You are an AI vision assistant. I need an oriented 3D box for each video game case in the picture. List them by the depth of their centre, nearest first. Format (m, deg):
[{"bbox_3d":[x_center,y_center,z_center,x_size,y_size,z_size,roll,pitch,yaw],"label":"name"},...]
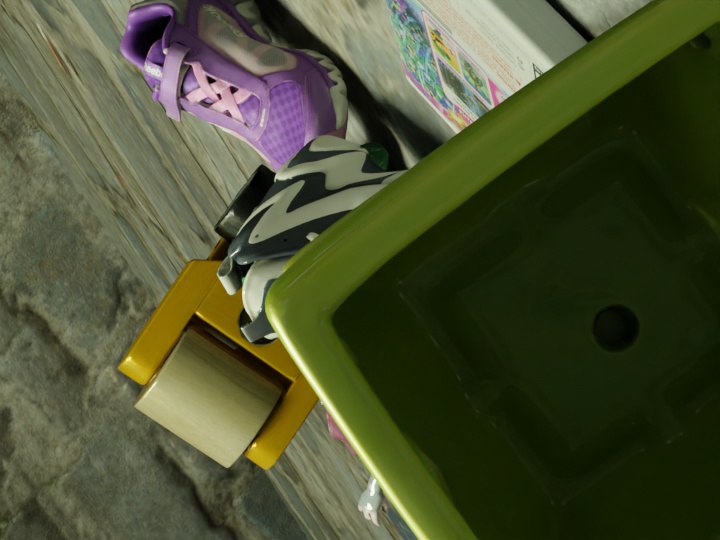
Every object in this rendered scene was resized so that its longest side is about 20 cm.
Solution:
[{"bbox_3d":[0.073,-0.077,1.077,0.200,0.024,0.182,48,170,27],"label":"video game case"}]

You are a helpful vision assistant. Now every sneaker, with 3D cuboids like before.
[{"bbox_3d":[0.000,0.000,1.296,0.199,0.130,0.080,23,149,41],"label":"sneaker"},{"bbox_3d":[-0.081,-0.113,1.452,0.200,0.088,0.081,44,125,45],"label":"sneaker"}]

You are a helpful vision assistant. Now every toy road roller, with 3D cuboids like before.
[{"bbox_3d":[-0.073,0.033,1.670,0.123,0.200,0.146,35,171,-6],"label":"toy road roller"}]

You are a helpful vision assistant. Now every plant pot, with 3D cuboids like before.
[{"bbox_3d":[0.093,0.024,0.833,0.200,0.199,0.181,55,178,-7],"label":"plant pot"}]

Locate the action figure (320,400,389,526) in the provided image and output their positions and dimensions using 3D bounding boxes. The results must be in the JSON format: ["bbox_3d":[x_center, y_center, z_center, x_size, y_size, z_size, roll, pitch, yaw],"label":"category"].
[{"bbox_3d":[0.064,0.105,1.671,0.200,0.134,0.149,4,87,63],"label":"action figure"}]

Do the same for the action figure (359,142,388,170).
[{"bbox_3d":[0.001,-0.033,1.503,0.118,0.055,0.200,53,168,14],"label":"action figure"}]
